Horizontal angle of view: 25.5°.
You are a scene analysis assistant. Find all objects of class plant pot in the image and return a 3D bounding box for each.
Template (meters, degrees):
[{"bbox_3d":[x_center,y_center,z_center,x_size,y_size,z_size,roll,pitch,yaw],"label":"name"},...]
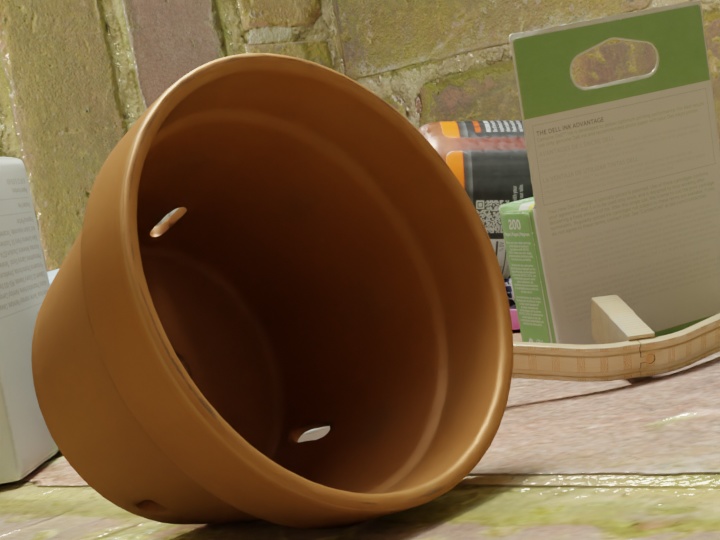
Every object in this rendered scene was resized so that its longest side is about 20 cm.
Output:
[{"bbox_3d":[-0.053,0.026,0.695,0.199,0.201,0.140,-16,-11,-46],"label":"plant pot"}]

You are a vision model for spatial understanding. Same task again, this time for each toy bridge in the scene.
[{"bbox_3d":[0.147,0.037,0.886,0.199,0.027,0.067,-7,20,-9],"label":"toy bridge"}]

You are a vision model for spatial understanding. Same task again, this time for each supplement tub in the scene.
[{"bbox_3d":[0.096,-0.047,1.059,0.199,0.108,0.107,0,3,-2],"label":"supplement tub"}]

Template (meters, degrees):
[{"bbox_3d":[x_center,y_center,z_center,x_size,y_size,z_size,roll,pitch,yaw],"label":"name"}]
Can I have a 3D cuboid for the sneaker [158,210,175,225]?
[{"bbox_3d":[-0.139,0.035,1.029,0.082,0.201,0.075,1,40,-31],"label":"sneaker"}]

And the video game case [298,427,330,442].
[{"bbox_3d":[-0.056,0.056,0.922,0.143,0.018,0.200,-14,24,-29],"label":"video game case"}]

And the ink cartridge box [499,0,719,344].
[{"bbox_3d":[0.154,-0.052,0.968,0.145,0.201,0.048,-14,7,-25],"label":"ink cartridge box"}]

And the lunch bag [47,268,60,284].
[{"bbox_3d":[-0.209,0.051,1.236,0.160,0.083,0.200,-16,18,2],"label":"lunch bag"}]

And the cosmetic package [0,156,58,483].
[{"bbox_3d":[-0.295,0.039,1.028,0.166,0.201,0.166,-12,3,3],"label":"cosmetic package"}]

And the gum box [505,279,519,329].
[{"bbox_3d":[0.192,-0.008,1.210,0.199,0.067,0.113,-16,4,-40],"label":"gum box"}]
